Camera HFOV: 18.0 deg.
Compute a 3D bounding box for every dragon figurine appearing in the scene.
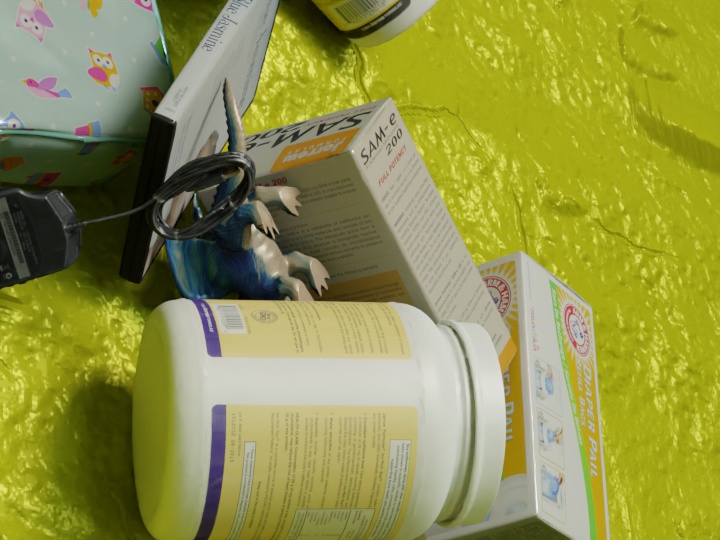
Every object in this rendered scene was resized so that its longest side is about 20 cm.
[{"bbox_3d":[-0.085,-0.014,1.412,0.200,0.099,0.059,67,28,-26],"label":"dragon figurine"}]

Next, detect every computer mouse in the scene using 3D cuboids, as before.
[{"bbox_3d":[-0.158,-0.033,1.321,0.034,0.199,0.059,-115,-168,-70],"label":"computer mouse"}]

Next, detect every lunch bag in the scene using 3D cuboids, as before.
[{"bbox_3d":[-0.207,-0.136,1.385,0.200,0.077,0.161,0,68,-49],"label":"lunch bag"}]

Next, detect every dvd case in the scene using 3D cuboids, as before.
[{"bbox_3d":[-0.095,-0.103,1.415,0.018,0.143,0.200,22,46,5],"label":"dvd case"}]

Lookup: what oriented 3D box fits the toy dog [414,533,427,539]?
[{"bbox_3d":[-0.016,0.227,1.372,0.200,0.096,0.132,-71,170,-77],"label":"toy dog"}]

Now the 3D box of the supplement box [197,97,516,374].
[{"bbox_3d":[0.000,0.000,1.473,0.200,0.126,0.074,63,36,-22],"label":"supplement box"}]

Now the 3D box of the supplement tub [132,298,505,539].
[{"bbox_3d":[-0.027,0.090,1.348,0.199,0.145,0.146,2,64,-16],"label":"supplement tub"}]

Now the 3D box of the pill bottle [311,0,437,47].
[{"bbox_3d":[-0.027,-0.266,1.638,0.200,0.111,0.111,45,41,-22],"label":"pill bottle"}]

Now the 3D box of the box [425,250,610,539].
[{"bbox_3d":[0.095,0.105,1.551,0.101,0.112,0.200,35,44,-46],"label":"box"}]
